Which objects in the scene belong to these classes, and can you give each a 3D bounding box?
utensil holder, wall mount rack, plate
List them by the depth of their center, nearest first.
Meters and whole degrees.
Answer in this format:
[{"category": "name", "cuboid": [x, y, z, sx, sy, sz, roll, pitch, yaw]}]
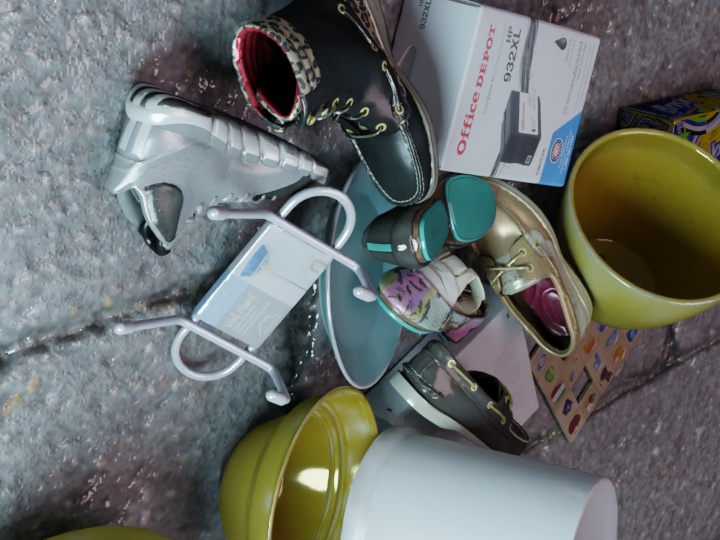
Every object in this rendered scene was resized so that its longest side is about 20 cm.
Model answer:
[{"category": "wall mount rack", "cuboid": [-0.089, 0.017, 1.265, 0.173, 0.075, 0.200, 29, 110, -33]}, {"category": "plate", "cuboid": [0.000, 0.000, 1.419, 0.200, 0.025, 0.201, 4, 90, -70]}, {"category": "utensil holder", "cuboid": [0.105, 0.237, 1.443, 0.170, 0.199, 0.171, -35, 130, -57]}]

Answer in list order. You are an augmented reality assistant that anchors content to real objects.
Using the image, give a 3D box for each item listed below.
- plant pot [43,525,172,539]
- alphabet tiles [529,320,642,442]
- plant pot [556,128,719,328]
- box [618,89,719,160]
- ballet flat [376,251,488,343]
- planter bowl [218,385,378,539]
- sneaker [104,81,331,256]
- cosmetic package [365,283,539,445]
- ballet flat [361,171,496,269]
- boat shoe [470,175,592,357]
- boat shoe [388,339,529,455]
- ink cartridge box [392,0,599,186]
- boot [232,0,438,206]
[{"category": "plant pot", "cuboid": [-0.189, 0.270, 1.238, 0.142, 0.199, 0.201, -50, 146, -64]}, {"category": "alphabet tiles", "cuboid": [0.259, 0.069, 1.834, 0.200, 0.008, 0.167, -55, 141, -20]}, {"category": "plant pot", "cuboid": [0.278, -0.020, 1.671, 0.200, 0.200, 0.142, -41, 168, -32]}, {"category": "box", "cuboid": [0.358, -0.151, 1.800, 0.200, 0.070, 0.065, -15, 116, -48]}, {"category": "ballet flat", "cuboid": [0.071, 0.021, 1.467, 0.071, 0.069, 0.200, -39, 161, 8]}, {"category": "planter bowl", "cuboid": [-0.063, 0.189, 1.403, 0.200, 0.083, 0.201, -35, 130, -57]}, {"category": "sneaker", "cuboid": [-0.116, -0.061, 1.254, 0.200, 0.075, 0.116, 19, 97, -45]}, {"category": "cosmetic package", "cuboid": [0.088, 0.131, 1.609, 0.200, 0.052, 0.151, -42, 137, -32]}, {"category": "ballet flat", "cuboid": [0.055, -0.046, 1.424, 0.200, 0.068, 0.068, -23, 107, -65]}, {"category": "boat shoe", "cuboid": [0.153, -0.002, 1.557, 0.200, 0.074, 0.066, 49, 34, -21]}, {"category": "boat shoe", "cuboid": [0.106, 0.122, 1.520, 0.061, 0.072, 0.201, -49, 139, 6]}, {"category": "ink cartridge box", "cuboid": [0.114, -0.159, 1.476, 0.200, 0.084, 0.146, 3, 104, -52]}, {"category": "boot", "cuboid": [-0.020, -0.123, 1.278, 0.154, 0.073, 0.204, -42, 115, -53]}]
